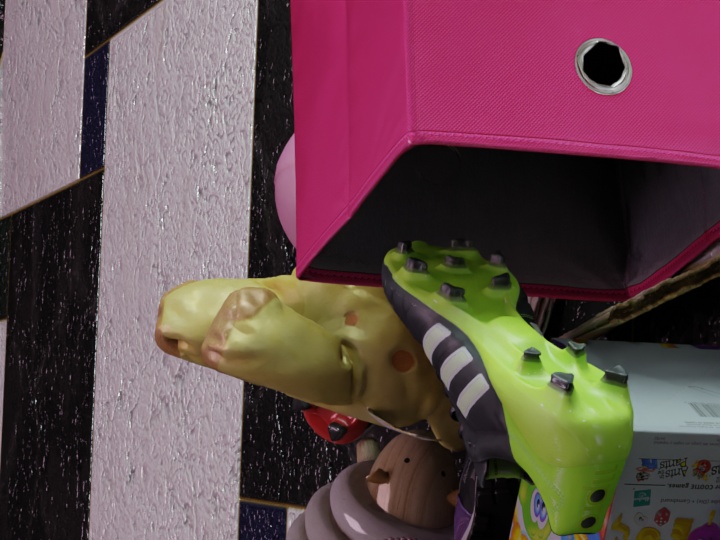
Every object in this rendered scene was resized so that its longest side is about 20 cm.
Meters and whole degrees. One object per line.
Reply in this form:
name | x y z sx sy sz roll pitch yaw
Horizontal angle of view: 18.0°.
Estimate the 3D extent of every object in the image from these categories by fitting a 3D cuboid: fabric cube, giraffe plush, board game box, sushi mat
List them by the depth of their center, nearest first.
board game box | 0.132 0.145 1.072 0.103 0.104 0.201 -127 44 -63
fabric cube | 0.082 -0.112 1.132 0.200 0.195 0.201 133 138 -64
sushi mat | 0.122 0.027 1.151 0.012 0.095 0.200 63 157 4
giraffe plush | 0.000 0.000 1.311 0.199 0.172 0.163 15 85 41

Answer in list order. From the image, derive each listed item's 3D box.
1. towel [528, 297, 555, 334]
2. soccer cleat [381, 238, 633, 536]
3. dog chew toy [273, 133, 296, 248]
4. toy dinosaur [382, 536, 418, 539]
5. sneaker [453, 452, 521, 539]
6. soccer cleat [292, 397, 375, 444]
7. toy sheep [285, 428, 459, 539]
towel | 0.092 -0.016 1.364 0.153 0.023 0.201 -117 33 -59
soccer cleat | 0.058 0.048 1.033 0.200 0.067 0.082 -133 47 -56
dog chew toy | 0.011 -0.098 1.485 0.125 0.124 0.201 138 141 -65
toy dinosaur | 0.056 0.197 1.247 0.200 0.086 0.136 43 145 5
sneaker | 0.090 0.095 1.270 0.200 0.075 0.088 113 159 -47
soccer cleat | 0.027 0.025 1.429 0.069 0.085 0.201 39 119 18
toy sheep | 0.012 0.187 1.406 0.138 0.137 0.201 -119 40 -59
